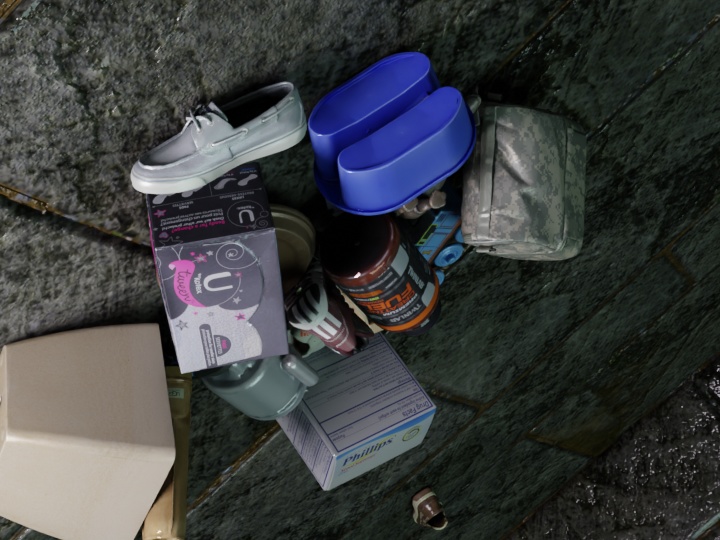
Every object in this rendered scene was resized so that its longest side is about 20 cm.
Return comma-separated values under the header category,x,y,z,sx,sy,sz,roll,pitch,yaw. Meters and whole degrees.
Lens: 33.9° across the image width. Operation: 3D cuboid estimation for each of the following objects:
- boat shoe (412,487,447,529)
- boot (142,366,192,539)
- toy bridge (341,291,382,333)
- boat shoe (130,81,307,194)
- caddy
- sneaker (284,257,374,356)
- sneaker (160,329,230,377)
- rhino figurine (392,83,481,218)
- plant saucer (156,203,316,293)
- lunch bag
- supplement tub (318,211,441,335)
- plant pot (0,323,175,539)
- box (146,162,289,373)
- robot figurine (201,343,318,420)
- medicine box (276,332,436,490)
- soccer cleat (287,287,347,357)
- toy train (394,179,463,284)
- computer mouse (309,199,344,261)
category,x,y,z,sx,sy,sz,roll,pitch,yaw
boat shoe,0.163,0.563,2.696,0.075,0.075,0.202,-35,153,-4
boot,-0.238,0.230,1.421,0.066,0.201,0.175,2,162,-9
toy bridge,0.000,0.000,1.556,0.067,0.027,0.201,-19,120,-31
boat shoe,-0.149,-0.144,1.219,0.200,0.070,0.072,-25,131,-22
caddy,0.036,-0.150,1.340,0.199,0.142,0.105,-33,150,-8
sneaker,-0.040,0.055,1.497,0.076,0.115,0.200,-46,-163,12
sneaker,-0.221,0.103,1.454,0.082,0.074,0.200,5,152,-40
rhino figurine,0.092,-0.147,1.432,0.201,0.060,0.087,-61,-163,-14
plant saucer,-0.145,-0.006,1.420,0.199,0.030,0.201,-16,147,-10
lunch bag,0.200,-0.117,1.531,0.167,0.139,0.201,8,85,-56
supplement tub,0.035,0.009,1.484,0.107,0.107,0.200,-39,141,4
plant pot,-0.335,0.186,1.355,0.176,0.201,0.200,9,132,-27
box,-0.156,0.001,1.295,0.131,0.115,0.201,-11,135,-8
robot figurine,-0.142,0.132,1.581,0.200,0.169,0.114,49,51,-56
medicine box,-0.023,0.187,1.732,0.181,0.200,0.103,-22,150,-28
soccer cleat,-0.060,0.060,1.628,0.078,0.069,0.200,-40,162,-35
toy train,0.085,-0.043,1.639,0.114,0.087,0.200,2,137,-40
computer mouse,-0.006,-0.095,1.463,0.200,0.044,0.110,-40,136,0
